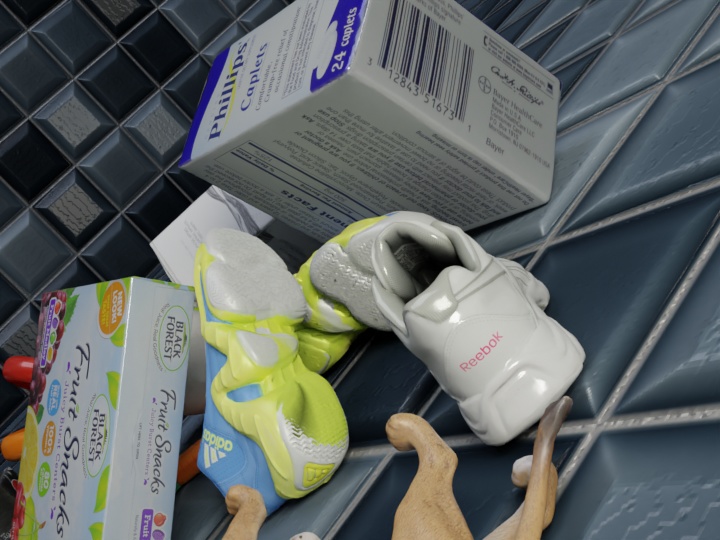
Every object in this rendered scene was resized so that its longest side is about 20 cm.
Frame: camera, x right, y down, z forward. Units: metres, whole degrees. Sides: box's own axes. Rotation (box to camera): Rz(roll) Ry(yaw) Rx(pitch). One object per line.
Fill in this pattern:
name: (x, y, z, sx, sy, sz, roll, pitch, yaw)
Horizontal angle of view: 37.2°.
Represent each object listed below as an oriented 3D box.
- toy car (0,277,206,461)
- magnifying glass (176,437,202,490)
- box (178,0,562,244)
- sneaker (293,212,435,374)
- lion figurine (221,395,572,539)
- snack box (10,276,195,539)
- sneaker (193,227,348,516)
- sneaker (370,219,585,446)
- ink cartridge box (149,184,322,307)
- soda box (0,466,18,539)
toy car: (-0.206, 0.091, 0.868, 0.200, 0.150, 0.175, -52, 13, -24)
magnifying glass: (-0.159, 0.171, 0.853, 0.200, 0.022, 0.080, -38, 13, 23)
box: (0.007, -0.103, 0.757, 0.200, 0.184, 0.105, -19, 52, 47)
sneaker: (0.000, 0.000, 0.752, 0.200, 0.076, 0.105, -35, 14, 41)
lion figurine: (-0.006, 0.123, 0.391, 0.200, 0.072, 0.123, -33, 22, 25)
snack box: (-0.173, 0.111, 0.707, 0.142, 0.053, 0.201, -8, 74, 49)
sneaker: (-0.079, 0.066, 0.667, 0.105, 0.076, 0.200, -52, 40, 27)
sneaker: (0.046, 0.008, 0.542, 0.078, 0.099, 0.200, -43, 12, 1)
ink cartridge box: (-0.083, -0.043, 1.046, 0.200, 0.085, 0.146, -44, -27, 5)
soda box: (-0.454, 0.320, 1.214, 0.200, 0.063, 0.071, -44, 12, -2)
